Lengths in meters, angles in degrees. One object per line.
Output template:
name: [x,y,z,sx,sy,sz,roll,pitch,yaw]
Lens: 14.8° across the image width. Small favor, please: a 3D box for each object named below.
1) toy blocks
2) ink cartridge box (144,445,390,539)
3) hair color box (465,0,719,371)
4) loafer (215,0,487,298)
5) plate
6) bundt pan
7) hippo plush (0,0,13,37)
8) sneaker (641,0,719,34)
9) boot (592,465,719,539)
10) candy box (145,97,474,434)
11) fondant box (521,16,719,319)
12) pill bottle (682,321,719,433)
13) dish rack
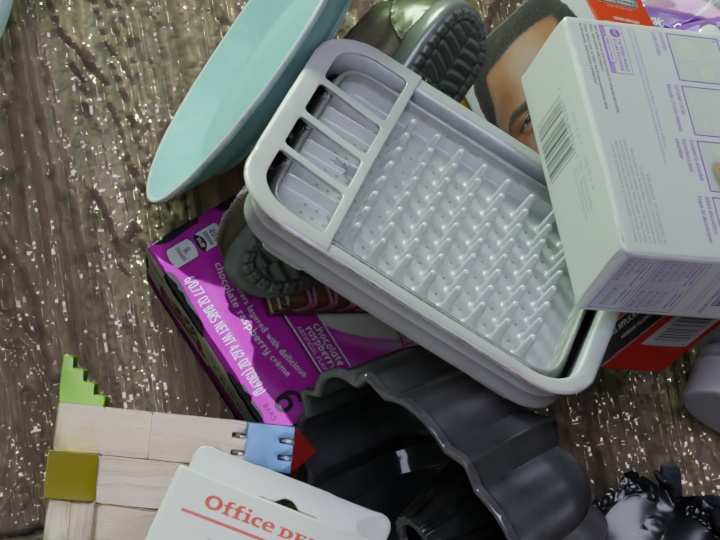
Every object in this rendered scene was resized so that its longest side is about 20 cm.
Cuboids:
toy blocks: [-0.098,0.151,1.462,0.137,0.100,0.200,6,86,-1]
ink cartridge box: [-0.062,0.176,1.357,0.116,0.068,0.200,21,61,1]
hair color box: [0.137,-0.056,1.500,0.061,0.102,0.200,6,51,-47]
loafer: [-0.012,-0.070,1.499,0.070,0.075,0.200,27,69,41]
plate: [-0.050,-0.114,1.503,0.026,0.200,0.200,35,73,-14]
bundt pan: [0.056,0.123,1.433,0.076,0.202,0.202,-30,77,-25]
hippo plush: [-0.255,-0.203,1.558,0.161,0.159,0.200,28,87,-27]
sneaker: [0.225,-0.153,1.589,0.200,0.081,0.089,-16,67,-8]
boot: [0.169,0.215,1.480,0.162,0.073,0.198,28,86,13]
candy box: [0.000,0.000,1.537,0.200,0.061,0.136,-31,77,-13]
fondant box: [0.193,-0.047,1.408,0.200,0.058,0.144,4,56,-23]
pill bottle: [0.248,-0.004,1.532,0.109,0.109,0.200,23,72,3]
dish rack: [0.037,-0.018,1.395,0.200,0.044,0.172,32,37,-3]
